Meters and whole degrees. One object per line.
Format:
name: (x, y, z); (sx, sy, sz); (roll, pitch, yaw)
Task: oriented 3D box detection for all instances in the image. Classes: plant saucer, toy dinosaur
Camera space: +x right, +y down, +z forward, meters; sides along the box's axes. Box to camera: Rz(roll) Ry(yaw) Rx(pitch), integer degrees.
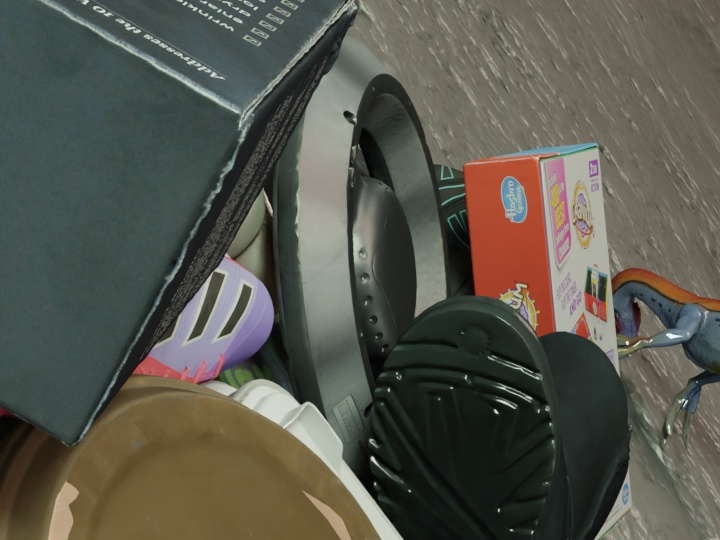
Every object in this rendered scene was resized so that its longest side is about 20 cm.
plant saucer: (-0.045, 0.125, 0.866); (0.199, 0.029, 0.201); (27, 49, -36)
toy dinosaur: (0.236, 0.053, 1.685); (0.105, 0.199, 0.182); (78, -14, -50)

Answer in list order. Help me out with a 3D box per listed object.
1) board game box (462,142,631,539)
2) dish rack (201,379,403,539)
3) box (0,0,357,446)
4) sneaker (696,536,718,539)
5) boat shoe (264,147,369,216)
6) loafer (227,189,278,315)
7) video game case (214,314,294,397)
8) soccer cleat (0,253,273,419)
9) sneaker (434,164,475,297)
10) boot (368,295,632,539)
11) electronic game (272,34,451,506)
board game box: (0.098, 0.039, 1.353); (0.153, 0.040, 0.202); (-15, 100, -73)
dish rack: (-0.011, 0.139, 0.968); (0.200, 0.043, 0.172); (54, 28, -9)
box: (-0.125, -0.070, 0.847); (0.199, 0.124, 0.197); (30, 17, 1)
sneaker: (0.148, 0.194, 1.340); (0.082, 0.074, 0.200); (69, 22, -5)
boat shoe: (-0.002, -0.005, 1.246); (0.201, 0.071, 0.068); (59, -6, -11)
loafer: (-0.082, -0.051, 1.123); (0.063, 0.072, 0.200); (54, 4, -43)
video game case: (-0.034, 0.073, 1.114); (0.183, 0.023, 0.200); (62, 18, 20)
soccer cleat: (-0.092, 0.029, 0.951); (0.200, 0.067, 0.077); (11, 42, -57)
sneaker: (0.037, -0.002, 1.402); (0.079, 0.076, 0.200); (26, 24, 3)
boot: (0.064, 0.067, 1.113); (0.168, 0.076, 0.201); (-60, 150, -57)
electronic game: (0.000, 0.000, 1.124); (0.200, 0.041, 0.202); (-5, 90, -74)
